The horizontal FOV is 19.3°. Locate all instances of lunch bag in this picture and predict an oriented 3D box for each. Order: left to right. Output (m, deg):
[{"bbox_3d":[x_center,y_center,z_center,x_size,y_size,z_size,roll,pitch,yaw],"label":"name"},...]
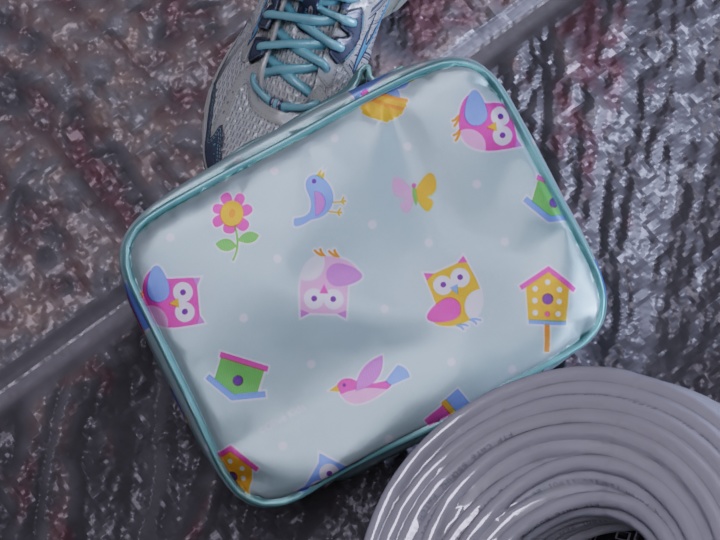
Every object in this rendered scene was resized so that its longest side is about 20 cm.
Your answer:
[{"bbox_3d":[0.000,0.000,0.945,0.200,0.077,0.161,-28,87,-7],"label":"lunch bag"}]

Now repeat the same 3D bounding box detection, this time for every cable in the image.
[{"bbox_3d":[0.092,0.134,0.831,0.200,0.069,0.200,-4,62,29],"label":"cable"}]

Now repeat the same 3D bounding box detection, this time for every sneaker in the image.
[{"bbox_3d":[-0.024,-0.124,1.003,0.077,0.086,0.200,20,74,11],"label":"sneaker"}]

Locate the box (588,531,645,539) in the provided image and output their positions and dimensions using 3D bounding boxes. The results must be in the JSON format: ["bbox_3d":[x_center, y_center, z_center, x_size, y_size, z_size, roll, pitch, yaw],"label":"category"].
[{"bbox_3d":[0.097,0.175,0.879,0.160,0.044,0.200,9,69,34],"label":"box"}]
